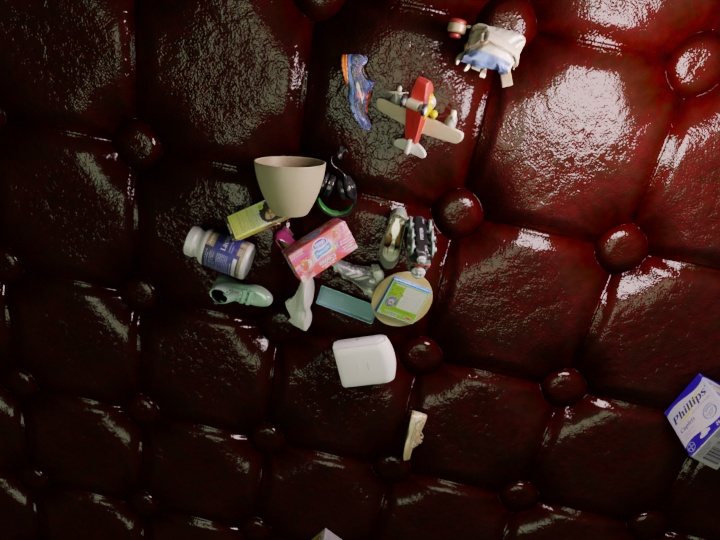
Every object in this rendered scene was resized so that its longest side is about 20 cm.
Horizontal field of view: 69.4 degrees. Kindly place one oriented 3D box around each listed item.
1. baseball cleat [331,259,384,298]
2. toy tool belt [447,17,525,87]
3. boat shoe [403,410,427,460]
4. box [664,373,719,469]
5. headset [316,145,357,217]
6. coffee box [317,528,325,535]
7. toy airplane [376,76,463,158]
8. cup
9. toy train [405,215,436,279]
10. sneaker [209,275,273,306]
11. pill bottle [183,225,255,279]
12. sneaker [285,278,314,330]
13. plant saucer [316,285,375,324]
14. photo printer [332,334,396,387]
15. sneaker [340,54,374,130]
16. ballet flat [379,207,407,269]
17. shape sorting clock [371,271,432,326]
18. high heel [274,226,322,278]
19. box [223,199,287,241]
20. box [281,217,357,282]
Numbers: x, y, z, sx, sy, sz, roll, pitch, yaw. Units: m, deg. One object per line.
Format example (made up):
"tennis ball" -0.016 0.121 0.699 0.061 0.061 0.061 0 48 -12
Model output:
"baseball cleat" 0.000 0.000 1.612 0.199 0.070 0.107 37 107 -21
"toy tool belt" 0.300 -0.541 1.296 0.196 0.125 0.126 14 107 1
"boat shoe" 0.192 0.594 1.845 0.063 0.072 0.204 10 114 3
"box" 1.073 0.462 1.605 0.103 0.201 0.186 24 115 -3
"headset" -0.066 -0.253 1.510 0.120 0.095 0.203 9 130 3
"coffee box" -0.140 1.224 2.098 0.199 0.201 0.198 40 113 -12
"toy airplane" 0.158 -0.406 1.380 0.197 0.142 0.201 -8 130 52
"cup" -0.194 -0.231 1.444 0.195 0.201 0.147 4 110 5
"toy train" 0.168 -0.068 1.488 0.083 0.202 0.116 5 130 -2
"sneaker" -0.385 0.089 1.664 0.196 0.119 0.075 18 114 -3
"pill bottle" -0.434 -0.059 1.604 0.196 0.116 0.118 20 115 -3
"sneaker" -0.201 0.099 1.675 0.087 0.075 0.204 18 120 16
"plant saucer" -0.043 0.108 1.686 0.196 0.019 0.071 21 115 -2
"photo printer" 0.019 0.302 1.736 0.195 0.070 0.170 -8 113 11
"sneaker" 0.003 -0.477 1.388 0.077 0.076 0.204 -11 114 8
"ballet flat" 0.094 -0.088 1.555 0.066 0.064 0.204 12 115 1
"shape sorting clock" 0.130 0.091 1.632 0.195 0.039 0.204 -5 118 -9
"high heel" -0.193 -0.040 1.593 0.067 0.097 0.200 -37 105 21
"box" -0.300 -0.160 1.546 0.197 0.050 0.077 -24 88 3
"box" -0.121 -0.063 1.531 0.198 0.100 0.097 -33 111 -11
